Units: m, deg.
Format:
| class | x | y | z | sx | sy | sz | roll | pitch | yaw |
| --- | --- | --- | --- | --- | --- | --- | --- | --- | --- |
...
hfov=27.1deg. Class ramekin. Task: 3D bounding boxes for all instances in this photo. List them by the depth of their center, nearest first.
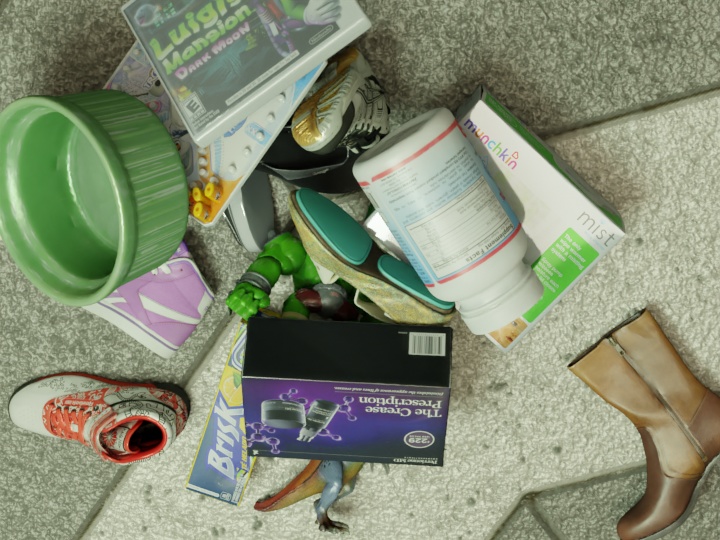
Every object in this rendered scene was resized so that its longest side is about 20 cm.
| class | x | y | z | sx | sy | sz | roll | pitch | yaw |
| --- | --- | --- | --- | --- | --- | --- | --- | --- | --- |
| ramekin | -0.253 | -0.075 | 1.406 | 0.200 | 0.098 | 0.201 | 18 | 118 | 37 |

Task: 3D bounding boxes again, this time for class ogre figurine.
| class | x | y | z | sx | sy | sz | roll | pitch | yaw |
| --- | --- | --- | --- | --- | --- | --- | --- | --- | --- |
| ogre figurine | -0.037 | 0.032 | 1.518 | 0.199 | 0.120 | 0.098 | 13 | 142 | -7 |

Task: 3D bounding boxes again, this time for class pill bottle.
| class | x | y | z | sx | sy | sz | roll | pitch | yaw |
| --- | --- | --- | --- | --- | --- | --- | --- | --- | --- |
| pill bottle | 0.088 | -0.044 | 1.406 | 0.109 | 0.109 | 0.200 | -31 | 102 | 11 |

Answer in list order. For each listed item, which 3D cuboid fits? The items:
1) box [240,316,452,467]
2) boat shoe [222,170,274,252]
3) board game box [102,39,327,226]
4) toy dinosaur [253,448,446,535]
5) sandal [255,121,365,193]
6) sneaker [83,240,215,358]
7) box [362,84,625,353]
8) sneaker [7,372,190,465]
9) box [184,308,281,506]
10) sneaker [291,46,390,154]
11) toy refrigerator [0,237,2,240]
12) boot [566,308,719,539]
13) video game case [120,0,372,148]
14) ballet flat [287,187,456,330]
| class | x | y | z | sx | sy | sz | roll | pitch | yaw |
| --- | --- | --- | --- | --- | --- | --- | --- | --- | --- |
| box | -0.013 | 0.121 | 1.470 | 0.199 | 0.079 | 0.141 | 3 | 142 | 2 |
| boat shoe | -0.147 | -0.111 | 1.524 | 0.066 | 0.070 | 0.200 | -10 | 110 | 26 |
| board game box | -0.161 | -0.174 | 1.447 | 0.200 | 0.026 | 0.200 | 35 | 91 | 27 |
| toy dinosaur | -0.015 | 0.187 | 1.591 | 0.199 | 0.105 | 0.182 | 10 | 86 | 13 |
| sandal | -0.065 | -0.120 | 1.489 | 0.200 | 0.043 | 0.076 | 7 | 91 | -24 |
| sneaker | -0.240 | -0.005 | 1.543 | 0.200 | 0.073 | 0.114 | 34 | 102 | -31 |
| box | 0.135 | -0.053 | 1.507 | 0.200 | 0.097 | 0.176 | 43 | 106 | -7 |
| sneaker | -0.286 | 0.158 | 1.582 | 0.201 | 0.108 | 0.067 | 1 | 106 | 3 |
| box | -0.124 | 0.143 | 1.588 | 0.064 | 0.070 | 0.200 | 19 | 106 | -1 |
| sneaker | -0.006 | -0.148 | 1.433 | 0.076 | 0.200 | 0.088 | -31 | 107 | 23 |
| toy refrigerator | -0.289 | -0.085 | 1.536 | 0.199 | 0.070 | 0.076 | -6 | 109 | 7 |
| boot | 0.292 | 0.169 | 1.574 | 0.188 | 0.068 | 0.200 | -42 | 99 | 13 |
| video game case | -0.112 | -0.242 | 1.419 | 0.200 | 0.023 | 0.182 | -35 | 64 | 9 |
| ballet flat | 0.000 | 0.000 | 1.459 | 0.200 | 0.071 | 0.071 | 35 | 105 | -5 |
